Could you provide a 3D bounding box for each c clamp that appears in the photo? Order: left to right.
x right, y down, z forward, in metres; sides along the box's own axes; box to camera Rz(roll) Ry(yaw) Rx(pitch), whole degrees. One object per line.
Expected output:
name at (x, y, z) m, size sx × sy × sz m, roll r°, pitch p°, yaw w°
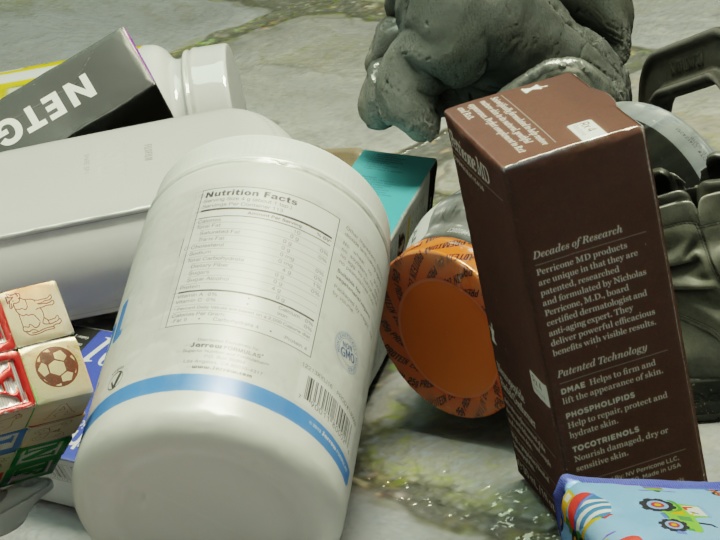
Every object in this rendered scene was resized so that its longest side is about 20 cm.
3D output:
c clamp at (0.205, -0.054, 1.297) m, size 0.027 × 0.172 × 0.200 m, roll -13°, pitch 6°, yaw -13°

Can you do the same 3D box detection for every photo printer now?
photo printer at (-0.126, -0.035, 1.306) m, size 0.199 × 0.070 × 0.167 m, roll -11°, pitch 22°, yaw -2°

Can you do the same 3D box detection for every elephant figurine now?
elephant figurine at (0.110, -0.121, 1.343) m, size 0.199 × 0.142 × 0.155 m, roll 18°, pitch -5°, yaw -8°

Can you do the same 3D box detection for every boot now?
boot at (0.226, 0.003, 1.126) m, size 0.199 × 0.131 × 0.068 m, roll -6°, pitch 22°, yaw 14°

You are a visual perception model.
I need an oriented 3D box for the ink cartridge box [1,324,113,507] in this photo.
ink cartridge box at (-0.167, 0.077, 1.233) m, size 0.199 × 0.044 × 0.094 m, roll 7°, pitch 46°, yaw 40°

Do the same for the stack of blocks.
stack of blocks at (-0.209, 0.083, 1.091) m, size 0.115 × 0.059 × 0.200 m, roll -14°, pitch -20°, yaw -24°

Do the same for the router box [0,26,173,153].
router box at (-0.213, -0.062, 1.453) m, size 0.199 × 0.051 × 0.149 m, roll -31°, pitch -18°, yaw -5°

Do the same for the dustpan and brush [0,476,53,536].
dustpan and brush at (-0.229, 0.159, 1.065) m, size 0.199 × 0.058 × 0.139 m, roll -23°, pitch 24°, yaw -28°

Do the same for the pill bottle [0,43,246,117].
pill bottle at (-0.185, -0.102, 1.635) m, size 0.199 × 0.115 × 0.114 m, roll -10°, pitch 21°, yaw 4°

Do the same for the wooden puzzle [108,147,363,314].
wooden puzzle at (-0.110, -0.016, 1.448) m, size 0.200 × 0.046 × 0.185 m, roll -31°, pitch 17°, yaw -31°

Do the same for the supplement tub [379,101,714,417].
supplement tub at (0.106, -0.005, 1.223) m, size 0.122 × 0.123 × 0.200 m, roll 8°, pitch 27°, yaw 41°

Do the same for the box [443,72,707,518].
box at (0.102, 0.020, 1.051) m, size 0.075 × 0.201 × 0.100 m, roll -15°, pitch 21°, yaw -9°

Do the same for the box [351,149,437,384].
box at (0.000, 0.000, 1.298) m, size 0.049 × 0.083 × 0.200 m, roll 9°, pitch 22°, yaw 10°

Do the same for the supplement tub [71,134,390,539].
supplement tub at (-0.059, 0.046, 1.093) m, size 0.131 × 0.132 × 0.201 m, roll -6°, pitch 42°, yaw 15°

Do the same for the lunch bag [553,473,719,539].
lunch bag at (0.191, 0.143, 0.880) m, size 0.199 × 0.095 × 0.151 m, roll -3°, pitch 18°, yaw -13°
